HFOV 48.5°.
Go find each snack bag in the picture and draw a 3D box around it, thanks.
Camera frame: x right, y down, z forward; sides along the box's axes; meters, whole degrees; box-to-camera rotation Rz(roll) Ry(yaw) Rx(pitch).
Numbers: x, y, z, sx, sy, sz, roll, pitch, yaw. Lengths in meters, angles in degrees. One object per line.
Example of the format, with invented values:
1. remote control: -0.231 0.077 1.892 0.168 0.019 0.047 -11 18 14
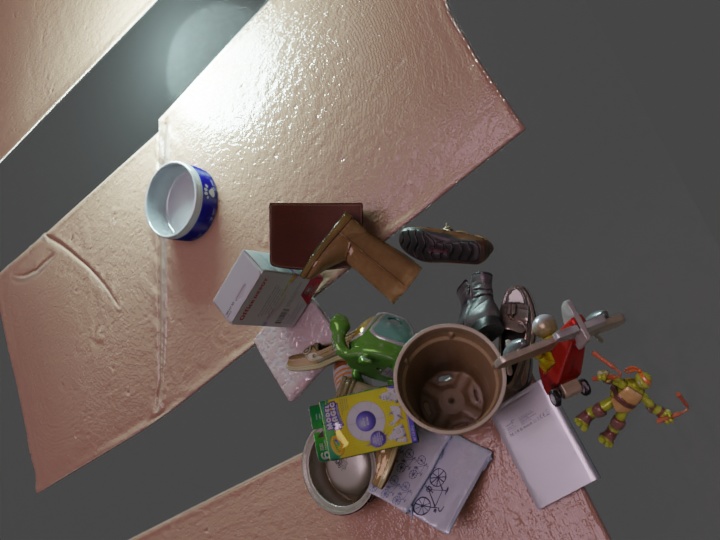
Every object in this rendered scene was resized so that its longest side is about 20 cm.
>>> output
1. snack bag: 0.135 0.397 1.568 0.199 0.021 0.189 22 71 35

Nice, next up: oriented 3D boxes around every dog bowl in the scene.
1. dog bowl: -0.468 -0.178 2.077 0.199 0.079 0.202 -5 81 35
2. dog bowl: -0.026 0.413 1.699 0.199 0.074 0.202 -4 83 36

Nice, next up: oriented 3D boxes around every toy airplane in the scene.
1. toy airplane: 0.345 0.122 1.388 0.199 0.199 0.141 -49 43 18

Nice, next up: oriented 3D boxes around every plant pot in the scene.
1. plant pot: 0.169 0.223 1.490 0.199 0.184 0.202 -3 67 7

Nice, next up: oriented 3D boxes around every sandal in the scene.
1. sandal: -0.011 0.254 1.670 0.079 0.059 0.207 -12 48 -2

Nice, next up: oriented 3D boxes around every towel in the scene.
1. towel: -0.142 0.166 1.835 0.200 0.032 0.191 -49 59 21

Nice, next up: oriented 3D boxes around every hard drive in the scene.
1. hard drive: 0.336 0.320 1.477 0.132 0.025 0.201 -38 65 27

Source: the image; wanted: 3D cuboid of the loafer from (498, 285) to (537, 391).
1. loafer: 0.292 0.127 1.507 0.072 0.063 0.202 -3 83 35

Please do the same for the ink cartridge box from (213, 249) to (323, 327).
1. ink cartridge box: -0.201 0.042 1.748 0.083 0.199 0.146 45 111 32

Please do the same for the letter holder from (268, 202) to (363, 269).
1. letter holder: -0.095 -0.068 1.724 0.198 0.101 0.143 -1 85 -4

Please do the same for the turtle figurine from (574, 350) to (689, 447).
1. turtle figurine: 0.441 0.218 1.366 0.199 0.065 0.162 29 120 -10

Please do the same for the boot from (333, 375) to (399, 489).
1. boot: 0.006 0.318 1.582 0.154 0.073 0.201 14 73 4

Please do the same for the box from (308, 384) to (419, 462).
1. box: 0.003 0.292 1.529 0.199 0.048 0.118 -14 76 6

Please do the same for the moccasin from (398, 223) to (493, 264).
1. moccasin: 0.170 -0.056 1.615 0.200 0.078 0.074 3 102 32

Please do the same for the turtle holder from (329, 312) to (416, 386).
1. turtle holder: 0.033 0.158 1.635 0.184 0.141 0.132 5 59 20

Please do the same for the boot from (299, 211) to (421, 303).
1. boot: 0.000 0.000 1.647 0.200 0.066 0.175 39 86 -3

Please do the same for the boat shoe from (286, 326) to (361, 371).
1. boat shoe: -0.068 0.168 1.722 0.199 0.073 0.064 -14 98 13

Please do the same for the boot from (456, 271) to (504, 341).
1. boot: 0.208 0.099 1.574 0.200 0.069 0.132 -43 41 41
